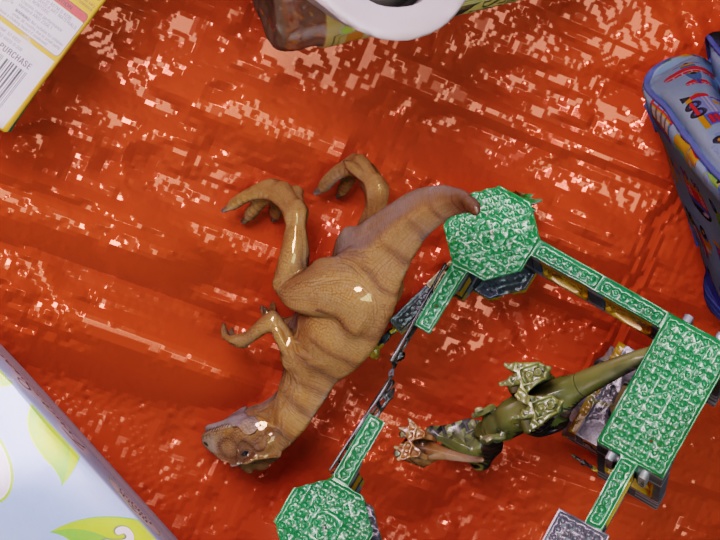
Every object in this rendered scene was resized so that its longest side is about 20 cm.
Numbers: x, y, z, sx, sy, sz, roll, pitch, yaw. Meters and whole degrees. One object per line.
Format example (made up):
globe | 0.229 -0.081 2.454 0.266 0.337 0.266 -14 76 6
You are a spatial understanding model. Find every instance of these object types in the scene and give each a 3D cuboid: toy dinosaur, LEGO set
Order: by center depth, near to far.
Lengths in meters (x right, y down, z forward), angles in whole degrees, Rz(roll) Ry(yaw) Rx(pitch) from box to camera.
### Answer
toy dinosaur | 0.000 0.000 0.828 0.060 0.106 0.200 1 141 -33
LEGO set | 0.061 0.075 0.881 0.154 0.116 0.200 21 80 11

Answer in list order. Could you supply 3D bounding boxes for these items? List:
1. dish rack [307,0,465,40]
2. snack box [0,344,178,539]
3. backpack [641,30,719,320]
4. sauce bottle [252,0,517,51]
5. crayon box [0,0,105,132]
dish rack | -0.006 -0.190 0.776 0.172 0.044 0.200 36 68 -9
snack box | -0.193 0.111 0.801 0.200 0.068 0.169 -44 87 -5
backpack | 0.210 0.004 0.857 0.134 0.183 0.200 -22 120 1
sauce bottle | 0.056 -0.133 0.834 0.200 0.066 0.066 -13 107 -9
crayon box | -0.170 -0.156 0.774 0.200 0.058 0.119 37 93 -20
